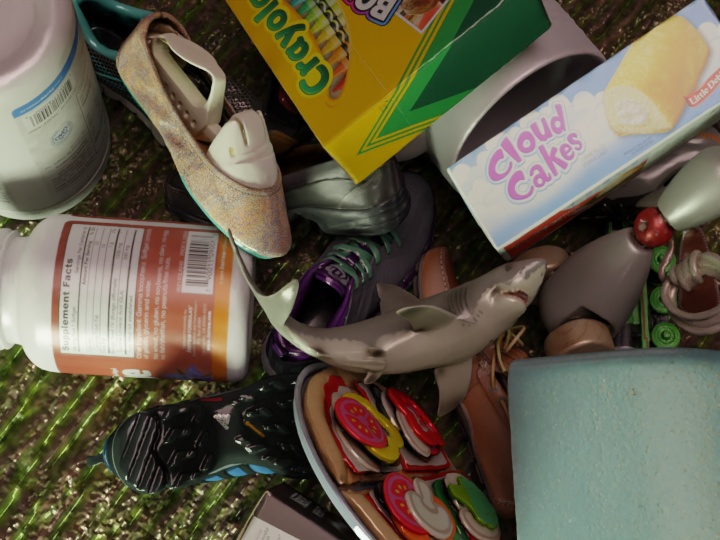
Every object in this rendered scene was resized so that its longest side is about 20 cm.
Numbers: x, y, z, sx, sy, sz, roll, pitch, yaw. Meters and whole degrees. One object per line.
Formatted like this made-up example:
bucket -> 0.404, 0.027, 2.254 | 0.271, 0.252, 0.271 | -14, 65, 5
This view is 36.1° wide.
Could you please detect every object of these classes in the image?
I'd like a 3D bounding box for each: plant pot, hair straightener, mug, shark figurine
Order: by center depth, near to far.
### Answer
plant pot -> 0.231, 0.151, 0.695 | 0.195, 0.198, 0.200 | 17, 65, -44
shark figurine -> 0.009, 0.029, 0.758 | 0.210, 0.130, 0.090 | 0, 39, -19
mug -> 0.062, -0.158, 0.855 | 0.198, 0.148, 0.176 | -31, 64, -8
hair straightener -> -0.056, -0.197, 0.891 | 0.040, 0.077, 0.204 | 14, 63, -25

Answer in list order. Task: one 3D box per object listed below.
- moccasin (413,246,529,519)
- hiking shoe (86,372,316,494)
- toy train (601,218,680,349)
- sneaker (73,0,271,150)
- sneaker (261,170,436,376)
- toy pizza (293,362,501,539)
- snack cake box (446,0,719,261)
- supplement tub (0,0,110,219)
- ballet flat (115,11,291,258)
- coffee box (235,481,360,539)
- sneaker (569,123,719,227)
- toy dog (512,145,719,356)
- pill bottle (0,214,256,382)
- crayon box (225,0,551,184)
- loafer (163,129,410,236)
moccasin -> 0.096, 0.075, 0.808 | 0.077, 0.074, 0.204 | -25, 73, 14
hiking shoe -> -0.089, 0.113, 0.788 | 0.197, 0.086, 0.076 | 0, 84, -29
toy train -> 0.220, -0.022, 0.879 | 0.055, 0.042, 0.204 | 1, 71, 6
sneaker -> -0.155, -0.152, 0.861 | 0.198, 0.091, 0.078 | 29, 72, 5
sneaker -> 0.000, 0.000, 0.825 | 0.074, 0.088, 0.201 | 32, 72, 6
toy pizza -> 0.034, 0.135, 0.735 | 0.032, 0.200, 0.201 | -42, 78, 16
snack cake box -> 0.163, -0.091, 0.764 | 0.198, 0.115, 0.068 | -34, 83, 7
supplement tub -> -0.254, -0.131, 0.788 | 0.129, 0.200, 0.135 | 2, 71, -5
ballet flat -> -0.104, -0.100, 0.768 | 0.201, 0.067, 0.068 | 51, 39, 13
coffee box -> 0.006, 0.228, 0.731 | 0.198, 0.113, 0.081 | 32, 85, 5
sneaker -> 0.186, -0.066, 0.846 | 0.197, 0.074, 0.081 | -23, 70, 12
toy dog -> 0.201, 0.002, 0.782 | 0.095, 0.198, 0.134 | 15, 65, -39
pill bottle -> -0.175, 0.019, 0.792 | 0.196, 0.112, 0.114 | 4, 71, -3
crayon box -> 0.009, -0.190, 0.780 | 0.172, 0.058, 0.201 | -37, 55, 5
loafer -> -0.061, -0.074, 0.828 | 0.196, 0.073, 0.073 | -1, 37, 16
